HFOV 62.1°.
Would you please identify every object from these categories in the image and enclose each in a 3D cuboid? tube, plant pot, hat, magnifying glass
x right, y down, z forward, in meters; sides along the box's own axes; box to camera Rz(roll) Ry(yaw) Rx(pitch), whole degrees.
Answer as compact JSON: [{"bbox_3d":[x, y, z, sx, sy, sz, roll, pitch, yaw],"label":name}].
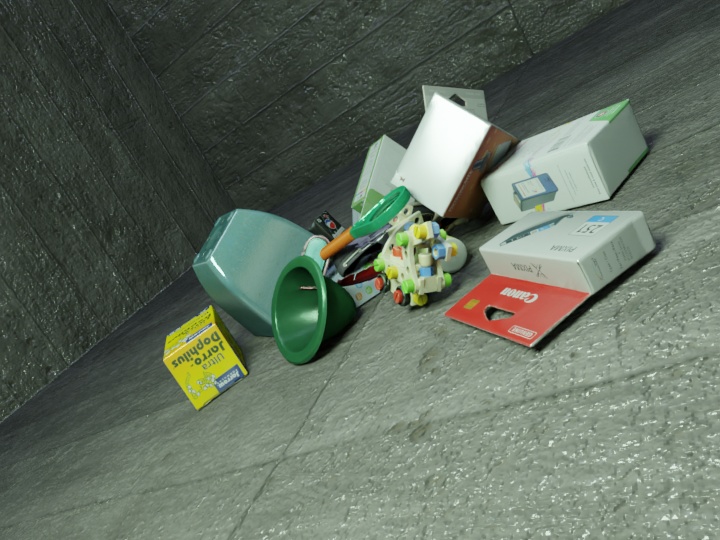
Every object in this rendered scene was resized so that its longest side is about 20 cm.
[{"bbox_3d":[0.116,-0.038,0.977,0.057,0.053,0.200,-32,14,-6],"label":"tube"},{"bbox_3d":[-0.204,-0.010,1.155,0.195,0.198,0.199,-7,51,59],"label":"plant pot"},{"bbox_3d":[-0.027,0.063,0.977,0.172,0.171,0.198,4,-16,-36],"label":"hat"},{"bbox_3d":[0.004,-0.068,0.935,0.198,0.022,0.080,-31,21,39],"label":"magnifying glass"}]

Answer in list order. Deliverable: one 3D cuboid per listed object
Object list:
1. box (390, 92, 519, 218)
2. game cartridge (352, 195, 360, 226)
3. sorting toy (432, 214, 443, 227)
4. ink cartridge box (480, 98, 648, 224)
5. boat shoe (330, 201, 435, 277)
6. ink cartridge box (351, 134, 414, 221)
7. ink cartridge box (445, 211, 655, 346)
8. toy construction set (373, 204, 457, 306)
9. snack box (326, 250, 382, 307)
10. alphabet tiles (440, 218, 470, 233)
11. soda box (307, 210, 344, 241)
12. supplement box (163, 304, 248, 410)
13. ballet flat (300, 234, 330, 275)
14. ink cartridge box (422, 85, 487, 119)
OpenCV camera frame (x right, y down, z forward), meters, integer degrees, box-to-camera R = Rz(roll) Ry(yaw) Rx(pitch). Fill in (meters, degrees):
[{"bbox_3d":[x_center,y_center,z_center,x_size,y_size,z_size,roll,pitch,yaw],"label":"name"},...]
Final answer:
[{"bbox_3d":[0.159,-0.177,0.971,0.199,0.105,0.155,-10,-49,-62],"label":"box"},{"bbox_3d":[0.058,-0.130,1.248,0.041,0.136,0.199,23,42,35],"label":"game cartridge"},{"bbox_3d":[0.140,-0.109,1.182,0.184,0.037,0.199,-39,11,-23],"label":"sorting toy"},{"bbox_3d":[0.300,-0.157,0.897,0.145,0.089,0.198,-41,18,-32],"label":"ink cartridge box"},{"bbox_3d":[0.041,-0.049,1.004,0.196,0.064,0.073,-24,-27,10],"label":"boat shoe"},{"bbox_3d":[0.047,-0.142,1.136,0.059,0.102,0.204,-26,42,54],"label":"ink cartridge box"},{"bbox_3d":[0.193,-0.002,0.674,0.174,0.045,0.199,-35,14,-12],"label":"ink cartridge box"},{"bbox_3d":[0.069,-0.025,0.859,0.089,0.135,0.200,-4,18,-9],"label":"toy construction set"},{"bbox_3d":[0.000,0.000,1.098,0.141,0.054,0.200,-35,16,1],"label":"snack box"},{"bbox_3d":[0.163,-0.101,1.178,0.198,0.006,0.166,-15,22,51],"label":"alphabet tiles"},{"bbox_3d":[-0.122,-0.037,1.347,0.200,0.063,0.071,-48,3,32],"label":"soda box"},{"bbox_3d":[-0.288,0.153,1.107,0.108,0.111,0.200,-34,15,-10],"label":"supplement box"},{"bbox_3d":[-0.094,0.038,1.062,0.071,0.067,0.205,52,-125,-81],"label":"ballet flat"},{"bbox_3d":[0.186,-0.265,1.183,0.197,0.182,0.044,-11,1,-42],"label":"ink cartridge box"}]
